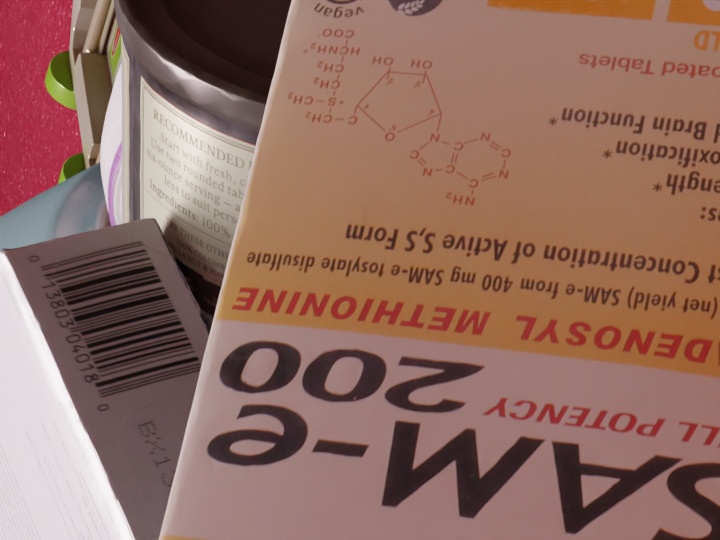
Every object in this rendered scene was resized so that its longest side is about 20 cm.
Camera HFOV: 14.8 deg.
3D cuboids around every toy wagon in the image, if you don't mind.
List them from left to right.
[{"bbox_3d":[-0.098,-0.127,1.181,0.200,0.039,0.156,-103,26,-45],"label":"toy wagon"}]

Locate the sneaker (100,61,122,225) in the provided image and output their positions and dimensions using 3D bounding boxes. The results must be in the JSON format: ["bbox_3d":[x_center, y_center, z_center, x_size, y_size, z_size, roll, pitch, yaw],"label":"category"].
[{"bbox_3d":[-0.027,-0.008,0.977,0.075,0.100,0.201,2,119,42],"label":"sneaker"}]

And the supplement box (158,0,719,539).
[{"bbox_3d":[0.036,0.023,0.580,0.074,0.125,0.201,61,-143,-63],"label":"supplement box"}]

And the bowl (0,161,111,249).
[{"bbox_3d":[-0.069,0.033,1.070,0.105,0.200,0.201,-49,46,44],"label":"bowl"}]

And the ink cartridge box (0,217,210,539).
[{"bbox_3d":[-0.078,0.088,0.801,0.109,0.050,0.200,63,152,27],"label":"ink cartridge box"}]

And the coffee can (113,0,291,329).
[{"bbox_3d":[0.000,0.000,0.823,0.147,0.146,0.201,-116,23,-51],"label":"coffee can"}]
